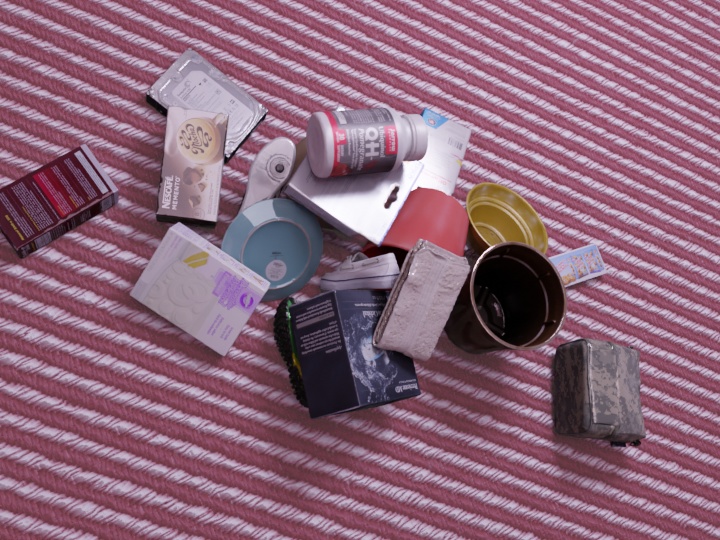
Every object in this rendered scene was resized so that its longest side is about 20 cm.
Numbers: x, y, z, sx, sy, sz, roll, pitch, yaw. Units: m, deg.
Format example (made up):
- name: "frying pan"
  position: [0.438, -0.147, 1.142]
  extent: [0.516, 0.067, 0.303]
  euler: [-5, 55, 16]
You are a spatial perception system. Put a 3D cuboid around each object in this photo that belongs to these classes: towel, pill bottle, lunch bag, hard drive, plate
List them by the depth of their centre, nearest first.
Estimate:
- name: "towel"
  position: [0.109, 0.055, 1.286]
  extent: [0.131, 0.034, 0.202]
  euler: [20, 94, -36]
- name: "pill bottle"
  position: [0.013, -0.225, 1.289]
  extent: [0.197, 0.111, 0.112]
  euler: [-8, 77, -20]
- name: "plate"
  position: [-0.156, -0.032, 1.351]
  extent: [0.198, 0.026, 0.203]
  euler: [-11, 116, -23]
- name: "hard drive"
  position: [-0.299, -0.324, 1.448]
  extent: [0.199, 0.038, 0.140]
  euler: [38, 67, -4]
- name: "lunch bag"
  position: [0.489, 0.245, 1.482]
  extent: [0.165, 0.139, 0.203]
  euler: [7, 73, -15]

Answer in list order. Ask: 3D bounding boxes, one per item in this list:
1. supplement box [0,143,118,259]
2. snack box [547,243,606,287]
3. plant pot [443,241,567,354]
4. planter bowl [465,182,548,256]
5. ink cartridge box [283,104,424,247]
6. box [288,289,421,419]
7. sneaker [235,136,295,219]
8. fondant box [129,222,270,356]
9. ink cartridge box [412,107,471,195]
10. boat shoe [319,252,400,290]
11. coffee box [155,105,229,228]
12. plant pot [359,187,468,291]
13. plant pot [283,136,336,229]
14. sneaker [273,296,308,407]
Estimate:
- name: "supplement box"
  position: [-0.539, -0.122, 1.298]
  extent: [0.199, 0.061, 0.109]
  euler: [-35, 87, -24]
- name: "snack box"
  position: [0.440, 0.000, 1.600]
  extent: [0.198, 0.024, 0.073]
  euler: [-16, 79, -21]
- name: "plant pot"
  position: [0.261, 0.072, 1.427]
  extent: [0.197, 0.198, 0.203]
  euler: [5, 72, -16]
- name: "planter bowl"
  position: [0.282, -0.077, 1.525]
  extent: [0.198, 0.084, 0.202]
  euler: [16, 50, -20]
- name: "ink cartridge box"
  position: [-0.009, -0.168, 1.348]
  extent: [0.199, 0.041, 0.201]
  euler: [34, 67, -7]
- name: "box"
  position: [-0.008, 0.145, 1.317]
  extent: [0.196, 0.116, 0.203]
  euler: [3, 71, -54]
- name: "sneaker"
  position: [-0.185, -0.153, 1.388]
  extent: [0.072, 0.112, 0.202]
  euler: [25, 89, -11]
- name: "fondant box"
  position: [-0.281, 0.033, 1.303]
  extent: [0.199, 0.058, 0.145]
  euler: [33, 102, -7]
- name: "ink cartridge box"
  position: [0.146, -0.221, 1.545]
  extent: [0.114, 0.068, 0.202]
  euler: [23, 68, -10]
- name: "boat shoe"
  position: [0.000, 0.000, 1.368]
  extent: [0.073, 0.198, 0.068]
  euler: [-8, 93, -47]
- name: "coffee box"
  position: [-0.309, -0.187, 1.359]
  extent: [0.111, 0.080, 0.203]
  euler: [7, 83, -13]
- name: "plant pot"
  position: [0.116, -0.049, 1.429]
  extent: [0.199, 0.200, 0.178]
  euler: [32, 59, -6]
- name: "plant pot"
  position: [-0.044, -0.197, 1.441]
  extent: [0.197, 0.134, 0.203]
  euler: [5, 74, -16]
- name: "sneaker"
  position: [-0.102, 0.144, 1.364]
  extent: [0.084, 0.078, 0.203]
  euler: [-18, 90, -28]
